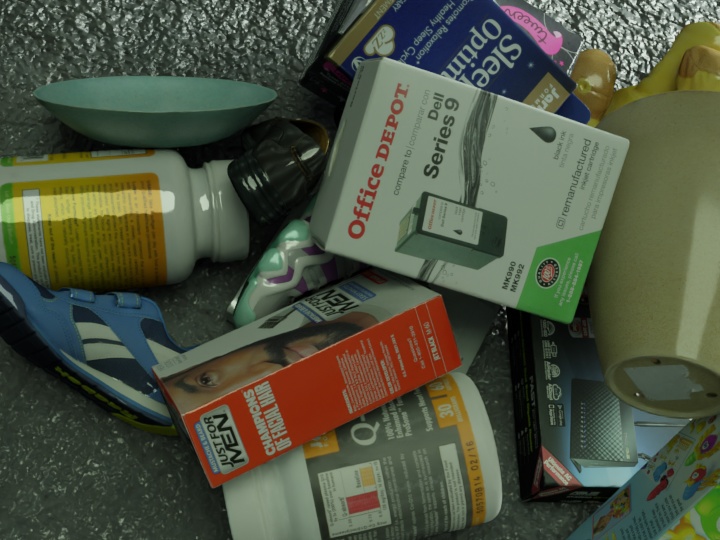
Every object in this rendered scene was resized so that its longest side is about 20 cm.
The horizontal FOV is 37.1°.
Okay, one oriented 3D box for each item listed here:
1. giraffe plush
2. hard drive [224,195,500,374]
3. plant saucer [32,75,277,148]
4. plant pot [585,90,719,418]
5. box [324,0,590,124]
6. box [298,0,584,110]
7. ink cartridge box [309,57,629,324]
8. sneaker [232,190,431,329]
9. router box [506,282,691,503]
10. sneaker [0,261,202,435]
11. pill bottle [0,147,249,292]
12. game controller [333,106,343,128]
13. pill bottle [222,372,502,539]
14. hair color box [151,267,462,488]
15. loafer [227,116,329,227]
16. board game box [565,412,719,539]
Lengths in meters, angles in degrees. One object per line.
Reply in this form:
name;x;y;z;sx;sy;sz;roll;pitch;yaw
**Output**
giraffe plush;0.234;-0.139;0.982;0.161;0.173;0.202;16;99;7
hard drive;0.004;0.036;0.914;0.199;0.026;0.132;30;65;2
plant saucer;-0.168;-0.131;0.894;0.199;0.201;0.039;-2;109;-12
plant pot;0.245;0.002;0.817;0.186;0.188;0.201;20;60;-2
box;0.084;-0.146;0.850;0.200;0.032;0.121;41;91;-14
box;0.072;-0.183;0.933;0.199;0.115;0.133;30;69;-13
ink cartridge box;0.077;-0.059;0.803;0.198;0.084;0.147;16;96;-12
sneaker;0.000;0.000;0.873;0.140;0.078;0.200;39;77;-3
router box;0.207;0.094;0.906;0.148;0.062;0.202;3;66;-11
sneaker;-0.203;0.047;0.819;0.200;0.074;0.083;40;64;-26
pill bottle;-0.193;-0.040;0.861;0.198;0.111;0.112;-6;68;-13
game controller;0.066;-0.175;1.015;0.104;0.042;0.200;45;66;-6
pill bottle;-0.002;0.152;0.808;0.198;0.117;0.117;-11;69;-7
hair color box;-0.041;0.070;0.781;0.199;0.111;0.064;-25;110;-16
loafer;-0.055;-0.092;0.876;0.072;0.200;0.073;-29;109;9
board game box;0.257;0.192;0.787;0.103;0.105;0.200;40;106;-6
